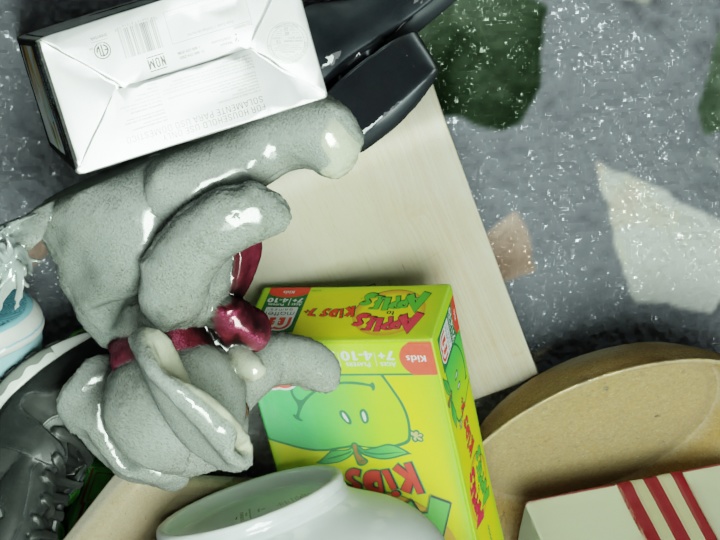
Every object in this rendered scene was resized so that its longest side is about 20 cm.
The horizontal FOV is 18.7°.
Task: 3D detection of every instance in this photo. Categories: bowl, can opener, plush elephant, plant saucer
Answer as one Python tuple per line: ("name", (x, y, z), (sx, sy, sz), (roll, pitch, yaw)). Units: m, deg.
("bowl", (-0.042, 0.154, 1.067), (0.200, 0.201, 0.091), (-19, 98, -8))
("can opener", (0.031, -0.140, 1.103), (0.079, 0.063, 0.200), (45, 82, -1))
("plush elephant", (-0.077, 0.023, 1.012), (0.199, 0.165, 0.155), (-27, 100, -23))
("plant saucer", (0.136, 0.096, 1.223), (0.199, 0.036, 0.201), (-13, 146, -9))

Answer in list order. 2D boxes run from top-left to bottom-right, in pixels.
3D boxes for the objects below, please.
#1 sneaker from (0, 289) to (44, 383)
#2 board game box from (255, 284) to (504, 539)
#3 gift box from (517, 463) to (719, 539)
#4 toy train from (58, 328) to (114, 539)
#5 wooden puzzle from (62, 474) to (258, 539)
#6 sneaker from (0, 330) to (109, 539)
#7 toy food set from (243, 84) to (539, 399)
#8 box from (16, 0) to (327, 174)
("sneaker", (-0.234, 0.094, 1.118), (0.199, 0.080, 0.131), (-23, 117, 4))
("board game box", (0.012, 0.101, 1.143), (0.101, 0.048, 0.201), (-1, 126, 17))
("gift box", (0.177, 0.226, 1.216), (0.184, 0.187, 0.201), (-13, 140, -11))
("toy train", (-0.154, 0.120, 1.177), (0.056, 0.042, 0.201), (8, 112, -32))
("wooden puzzle", (-0.120, 0.174, 1.175), (0.185, 0.046, 0.200), (-52, 151, 12))
("sneaker", (-0.168, 0.122, 1.075), (0.200, 0.088, 0.076), (-45, 148, -6))
("toy food set", (0.000, 0.000, 1.166), (0.143, 0.060, 0.201), (-20, 118, 5))
("box", (-0.091, -0.095, 1.001), (0.116, 0.200, 0.060), (-18, 100, -10))
